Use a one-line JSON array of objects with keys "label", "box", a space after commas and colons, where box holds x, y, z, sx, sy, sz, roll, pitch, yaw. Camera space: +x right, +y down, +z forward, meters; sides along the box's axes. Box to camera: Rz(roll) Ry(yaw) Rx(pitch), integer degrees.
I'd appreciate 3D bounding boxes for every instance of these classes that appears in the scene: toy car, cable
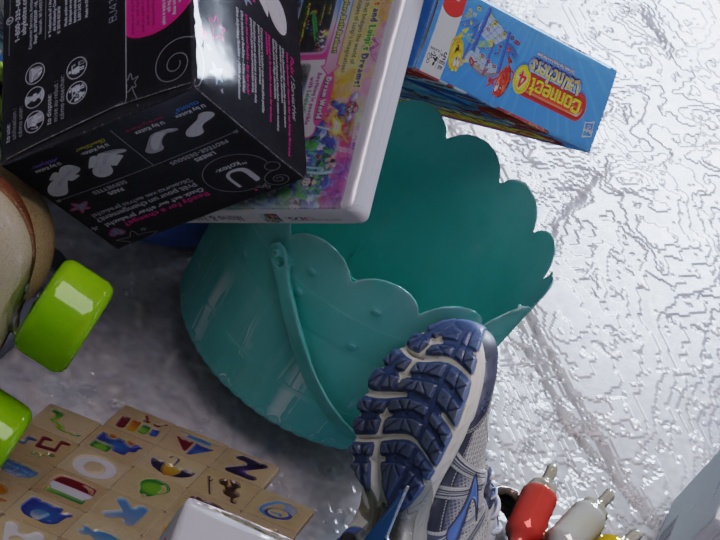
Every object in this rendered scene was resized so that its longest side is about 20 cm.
[{"label": "toy car", "box": [-0.222, -0.001, 1.350, 0.164, 0.158, 0.200, 34, 15, -5]}, {"label": "cable", "box": [0.090, 0.187, 1.457, 0.097, 0.050, 0.200, 36, 41, 3]}]

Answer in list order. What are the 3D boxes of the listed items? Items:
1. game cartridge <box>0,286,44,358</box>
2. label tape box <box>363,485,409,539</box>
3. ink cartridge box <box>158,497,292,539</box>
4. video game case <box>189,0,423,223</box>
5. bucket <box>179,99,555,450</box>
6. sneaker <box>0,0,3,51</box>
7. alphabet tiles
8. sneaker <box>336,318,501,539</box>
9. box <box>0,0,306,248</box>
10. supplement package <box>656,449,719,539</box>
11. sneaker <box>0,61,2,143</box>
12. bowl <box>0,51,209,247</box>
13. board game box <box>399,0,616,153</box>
[{"label": "game cartridge", "box": [-0.284, -0.009, 1.410, 0.200, 0.041, 0.133, 40, 39, 5]}, {"label": "label tape box", "box": [-0.014, 0.228, 1.287, 0.063, 0.144, 0.200, 34, 43, -1]}, {"label": "ink cartridge box", "box": [-0.099, 0.226, 1.194, 0.084, 0.200, 0.145, 26, 43, -10]}, {"label": "video game case", "box": [-0.053, -0.120, 1.411, 0.024, 0.182, 0.201, 40, 58, -50]}, {"label": "bucket", "box": [0.000, 0.000, 1.486, 0.207, 0.135, 0.207, 22, 36, -17]}, {"label": "sneaker", "box": [-0.158, -0.127, 1.508, 0.200, 0.086, 0.078, 41, 41, -28]}, {"label": "alphabet tiles", "box": [-0.120, 0.126, 1.346, 0.166, 0.006, 0.200, 21, 22, 11]}, {"label": "sneaker", "box": [0.041, 0.122, 1.407, 0.085, 0.201, 0.077, 8, 16, -43]}, {"label": "box", "box": [-0.114, -0.135, 1.370, 0.115, 0.132, 0.201, 39, 39, -48]}, {"label": "supplement package", "box": [0.284, 0.200, 1.523, 0.200, 0.110, 0.114, 34, 43, 0]}, {"label": "sneaker", "box": [-0.273, -0.129, 1.503, 0.200, 0.083, 0.074, 55, 13, 2]}, {"label": "bowl", "box": [-0.131, -0.105, 1.587, 0.200, 0.039, 0.201, 18, 45, -19]}, {"label": "board game box", "box": [0.020, -0.140, 1.520, 0.200, 0.056, 0.196, 17, -2, 38]}]
